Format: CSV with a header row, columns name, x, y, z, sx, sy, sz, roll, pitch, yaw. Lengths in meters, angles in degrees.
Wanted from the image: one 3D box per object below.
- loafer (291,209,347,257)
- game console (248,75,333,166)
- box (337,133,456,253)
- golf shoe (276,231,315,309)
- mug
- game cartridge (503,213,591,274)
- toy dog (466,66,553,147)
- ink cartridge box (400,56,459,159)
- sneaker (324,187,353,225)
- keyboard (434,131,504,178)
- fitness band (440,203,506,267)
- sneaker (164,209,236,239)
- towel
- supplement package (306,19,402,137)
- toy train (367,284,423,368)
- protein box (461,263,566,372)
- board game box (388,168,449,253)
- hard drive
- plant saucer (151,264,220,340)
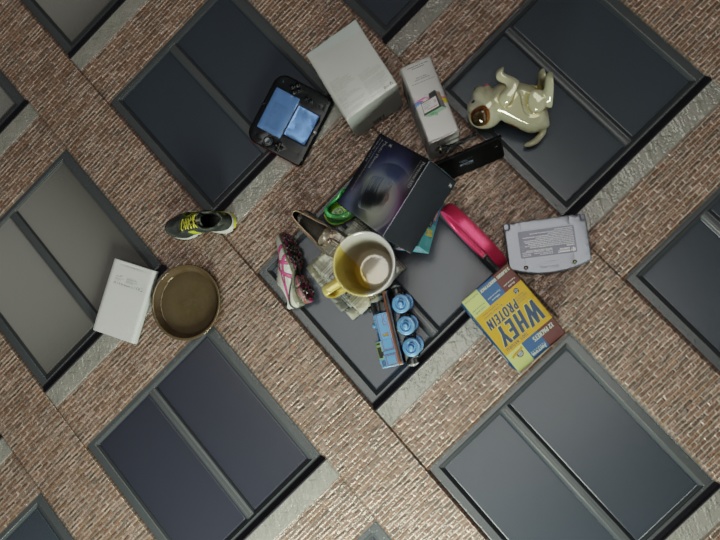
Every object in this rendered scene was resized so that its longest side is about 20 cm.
name,x,y,z,sx,sy,sz,roll,pitch,yaw
loafer,-0.100,-0.091,1.581,0.199,0.063,0.072,36,97,24
game console,-0.188,-0.404,1.662,0.175,0.031,0.202,28,90,11
box,0.082,-0.184,1.462,0.198,0.123,0.202,38,98,43
golf shoe,-0.190,0.001,1.601,0.091,0.072,0.203,-24,76,25
mug,0.005,-0.008,1.498,0.183,0.153,0.152,0,85,13
game cartridge,0.455,-0.060,1.517,0.196,0.041,0.136,-7,80,9
toy dog,0.362,-0.406,1.531,0.196,0.140,0.197,-2,120,8
ink cartridge box,0.173,-0.397,1.541,0.083,0.145,0.203,-20,81,5
sneaker,-0.006,-0.182,1.582,0.199,0.084,0.075,-34,80,4
keyboard,0.255,-0.287,1.535,0.197,0.128,0.021,-22,54,6
fitness band,0.271,-0.082,1.495,0.037,0.144,0.200,-45,80,4
sneaker,-0.434,-0.132,1.649,0.196,0.085,0.076,-8,82,9
towel,-0.015,-0.003,1.592,0.200,0.035,0.193,-45,80,4
supplement package,-0.011,-0.482,1.578,0.151,0.151,0.202,-32,81,6
toy train,0.085,0.141,1.533,0.112,0.087,0.203,-15,87,13
protein box,0.344,0.111,1.435,0.134,0.200,0.199,-40,80,3
board game box,0.124,-0.150,1.527,0.149,0.047,0.203,7,76,43
hard drive,-0.639,0.082,1.693,0.130,0.026,0.203,16,88,11
plant saucer,-0.463,0.086,1.662,0.196,0.029,0.204,-1,84,10
